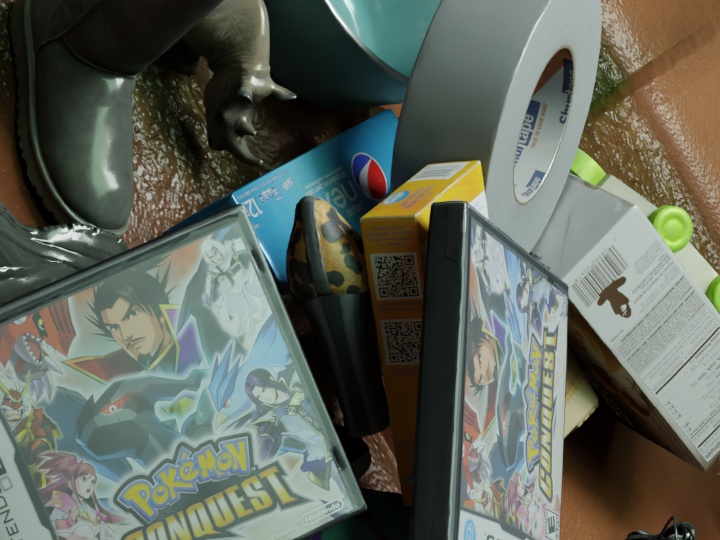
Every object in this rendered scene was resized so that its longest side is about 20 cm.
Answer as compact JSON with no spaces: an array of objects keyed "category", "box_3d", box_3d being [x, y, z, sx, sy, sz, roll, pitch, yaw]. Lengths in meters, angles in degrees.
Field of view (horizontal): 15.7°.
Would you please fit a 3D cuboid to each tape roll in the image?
[{"category":"tape roll","box_3d":[0.088,-0.101,1.656,0.200,0.066,0.201,17,90,-73]}]

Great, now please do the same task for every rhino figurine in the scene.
[{"category":"rhino figurine","box_3d":[-0.094,-0.157,1.625,0.060,0.087,0.201,0,67,-50]}]

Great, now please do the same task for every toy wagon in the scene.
[{"category":"toy wagon","box_3d":[0.190,-0.026,1.851,0.200,0.155,0.040,46,79,-20]}]

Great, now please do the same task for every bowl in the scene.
[{"category":"bowl","box_3d":[-0.012,-0.186,1.730,0.201,0.105,0.201,29,47,-36]}]

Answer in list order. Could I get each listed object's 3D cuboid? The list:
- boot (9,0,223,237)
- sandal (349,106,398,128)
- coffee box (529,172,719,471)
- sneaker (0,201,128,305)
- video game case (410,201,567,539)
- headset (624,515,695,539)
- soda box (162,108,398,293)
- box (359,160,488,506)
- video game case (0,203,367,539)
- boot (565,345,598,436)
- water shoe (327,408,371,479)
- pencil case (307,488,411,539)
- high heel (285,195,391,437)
[{"category":"boot","box_3d":[-0.116,-0.133,1.485,0.072,0.200,0.182,2,66,-50]},{"category":"sandal","box_3d":[0.091,-0.067,1.793,0.211,0.070,0.078,31,25,-34]},{"category":"coffee box","box_3d":[0.181,0.032,1.777,0.080,0.114,0.200,-45,122,-8]},{"category":"sneaker","box_3d":[-0.202,0.011,1.400,0.200,0.076,0.091,13,67,-42]},{"category":"video game case","box_3d":[0.078,0.082,1.500,0.181,0.025,0.201,34,57,-62]},{"category":"headset","box_3d":[0.163,0.237,1.720,0.124,0.094,0.200,54,51,-17]},{"category":"soda box","box_3d":[-0.034,-0.036,1.639,0.200,0.064,0.068,-32,94,-54]},{"category":"box","box_3d":[0.050,0.047,1.540,0.119,0.041,0.201,-40,126,-63]},{"category":"video game case","box_3d":[-0.117,0.085,1.383,0.200,0.025,0.181,-24,95,-20]},{"category":"boot","box_3d":[0.060,0.069,1.705,0.166,0.072,0.200,48,38,1]},{"category":"water shoe","box_3d":[-0.061,0.077,1.505,0.200,0.071,0.079,12,93,-46]},{"category":"pencil case","box_3d":[-0.009,0.173,1.515,0.200,0.093,0.085,9,29,-45]},{"category":"high heel","box_3d":[0.000,0.000,1.576,0.200,0.071,0.143,-71,148,-71]}]
